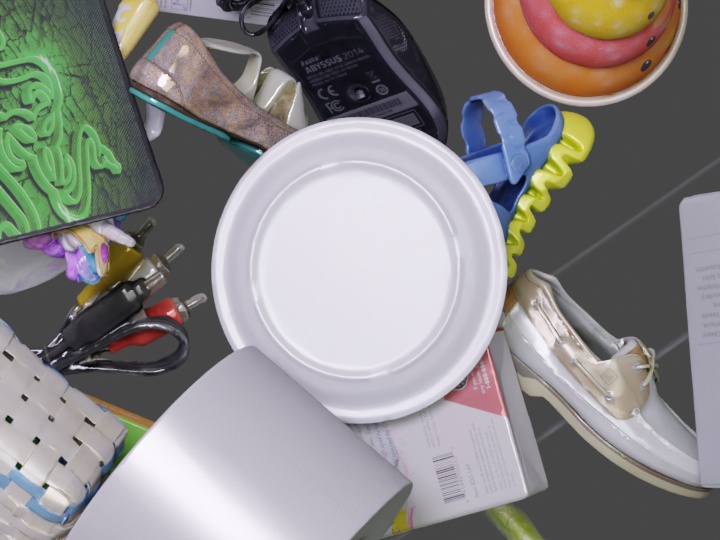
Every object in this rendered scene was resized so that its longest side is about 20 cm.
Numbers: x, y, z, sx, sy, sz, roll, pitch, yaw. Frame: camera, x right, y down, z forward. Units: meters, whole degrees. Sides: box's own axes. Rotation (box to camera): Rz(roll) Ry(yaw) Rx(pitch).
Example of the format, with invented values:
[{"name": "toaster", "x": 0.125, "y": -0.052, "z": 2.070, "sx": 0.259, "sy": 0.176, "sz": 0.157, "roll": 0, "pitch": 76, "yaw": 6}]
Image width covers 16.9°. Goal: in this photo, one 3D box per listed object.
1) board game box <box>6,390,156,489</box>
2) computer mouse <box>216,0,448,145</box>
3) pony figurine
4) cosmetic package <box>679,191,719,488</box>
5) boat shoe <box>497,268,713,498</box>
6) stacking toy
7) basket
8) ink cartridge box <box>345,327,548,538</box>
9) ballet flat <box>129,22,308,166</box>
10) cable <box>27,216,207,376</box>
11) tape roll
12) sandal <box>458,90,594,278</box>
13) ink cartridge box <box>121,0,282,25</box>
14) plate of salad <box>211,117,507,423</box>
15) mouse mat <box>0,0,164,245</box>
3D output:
[{"name": "board game box", "x": -0.206, "y": 0.130, "z": 1.656, "sx": 0.199, "sy": 0.030, "sz": 0.096, "roll": 22, "pitch": 100, "yaw": -6}, {"name": "computer mouse", "x": -0.001, "y": -0.152, "z": 1.651, "sx": 0.138, "sy": 0.053, "sz": 0.201, "roll": -13, "pitch": 128, "yaw": 26}, {"name": "pony figurine", "x": -0.218, "y": -0.075, "z": 1.620, "sx": 0.192, "sy": 0.167, "sz": 0.201, "roll": -6, "pitch": 57, "yaw": 25}, {"name": "cosmetic package", "x": 0.330, "y": 0.040, "z": 1.611, "sx": 0.166, "sy": 0.166, "sz": 0.202, "roll": -2, "pitch": 86, "yaw": -28}, {"name": "boat shoe", "x": 0.172, "y": 0.078, "z": 1.663, "sx": 0.199, "sy": 0.075, "sz": 0.069, "roll": 36, "pitch": 108, "yaw": 0}, {"name": "stacking toy", "x": 0.163, "y": -0.194, "z": 1.625, "sx": 0.145, "sy": 0.200, "sz": 0.147, "roll": 0, "pitch": 86, "yaw": -3}, {"name": "basket", "x": -0.254, "y": 0.140, "z": 1.587, "sx": 0.176, "sy": 0.139, "sz": 0.200, "roll": 41, "pitch": 126, "yaw": -9}, {"name": "ink cartridge box", "x": 0.014, "y": 0.121, "z": 1.645, "sx": 0.199, "sy": 0.067, "sz": 0.117, "roll": -16, "pitch": 86, "yaw": 16}, {"name": "ballet flat", "x": -0.075, "y": -0.110, "z": 1.619, "sx": 0.068, "sy": 0.200, "sz": 0.068, "roll": 26, "pitch": 87, "yaw": 34}, {"name": "cable", "x": -0.197, "y": 0.053, "z": 1.679, "sx": 0.199, "sy": 0.050, "sz": 0.097, "roll": -32, "pitch": 102, "yaw": 7}, {"name": "tape roll", "x": -0.081, "y": 0.167, "z": 1.534, "sx": 0.139, "sy": 0.203, "sz": 0.203, "roll": 41, "pitch": 85, "yaw": 9}, {"name": "sandal", "x": 0.077, "y": -0.043, "z": 1.659, "sx": 0.087, "sy": 0.079, "sz": 0.201, "roll": 37, "pitch": 70, "yaw": -23}, {"name": "ink cartridge box", "x": -0.059, "y": -0.235, "z": 1.643, "sx": 0.198, "sy": 0.137, "sz": 0.077, "roll": 8, "pitch": 54, "yaw": -2}, {"name": "plate of salad", "x": 0.000, "y": 0.000, "z": 1.600, "sx": 0.198, "sy": 0.048, "sz": 0.202, "roll": 0, "pitch": 90, "yaw": 11}, {"name": "mouse mat", "x": -0.227, "y": -0.112, "z": 1.566, "sx": 0.160, "sy": 0.008, "sz": 0.201, "roll": -14, "pitch": 69, "yaw": -14}]
